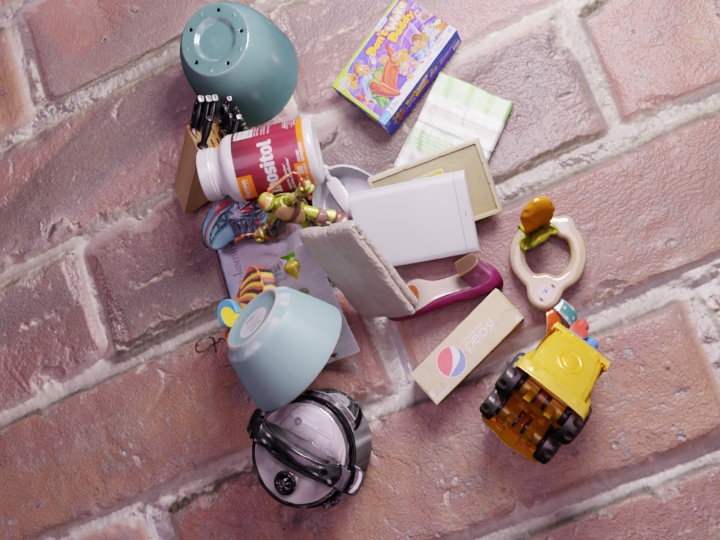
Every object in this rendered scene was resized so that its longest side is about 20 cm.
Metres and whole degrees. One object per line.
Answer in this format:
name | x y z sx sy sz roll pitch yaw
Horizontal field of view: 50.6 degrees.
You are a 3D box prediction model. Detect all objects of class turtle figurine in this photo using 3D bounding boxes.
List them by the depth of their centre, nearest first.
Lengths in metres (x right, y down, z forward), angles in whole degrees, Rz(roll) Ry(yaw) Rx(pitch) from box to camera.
turtle figurine | -0.112 -0.091 1.258 0.200 0.159 0.065 -43 38 38

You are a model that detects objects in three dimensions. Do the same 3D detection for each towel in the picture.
towel | 0.000 0.000 1.227 0.131 0.201 0.035 -6 41 46
towel | 0.158 -0.223 1.309 0.147 0.031 0.203 26 88 12

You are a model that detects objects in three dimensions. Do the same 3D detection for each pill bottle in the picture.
pill bottle | -0.165 -0.178 1.264 0.196 0.113 0.115 -13 81 5

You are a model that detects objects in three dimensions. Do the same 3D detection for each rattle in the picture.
rattle | 0.303 0.003 1.193 0.127 0.143 0.205 3 78 -5

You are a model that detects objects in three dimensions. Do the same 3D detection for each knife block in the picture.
knife block | -0.278 -0.209 1.325 0.198 0.176 0.065 -34 61 7

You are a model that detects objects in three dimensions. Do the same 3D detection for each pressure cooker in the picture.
pressure cooker | -0.077 0.285 1.214 0.173 0.200 0.182 -18 80 12

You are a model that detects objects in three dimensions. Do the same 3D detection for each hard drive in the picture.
hard drive | 0.088 -0.080 1.263 0.196 0.027 0.135 -10 104 16

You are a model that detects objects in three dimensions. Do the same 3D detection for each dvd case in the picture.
dvd case | -0.158 -0.025 1.362 0.197 0.018 0.145 -20 80 11

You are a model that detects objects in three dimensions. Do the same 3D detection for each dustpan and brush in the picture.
dustpan and brush | -0.046 -0.149 1.327 0.139 0.057 0.201 -38 77 7

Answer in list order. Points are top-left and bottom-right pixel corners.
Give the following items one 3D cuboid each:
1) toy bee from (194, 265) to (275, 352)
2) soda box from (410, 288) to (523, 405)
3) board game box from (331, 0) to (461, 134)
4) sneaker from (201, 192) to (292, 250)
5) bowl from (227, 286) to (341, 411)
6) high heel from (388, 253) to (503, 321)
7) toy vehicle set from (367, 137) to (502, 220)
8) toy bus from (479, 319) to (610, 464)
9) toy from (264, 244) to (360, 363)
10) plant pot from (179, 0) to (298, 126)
toy bee | -0.192 0.098 1.311 0.109 0.130 0.202 47 134 26
soda box | 0.175 0.125 1.244 0.200 0.064 0.068 -46 76 5
board game box | 0.062 -0.359 1.325 0.134 0.045 0.201 39 93 23
sneaker | -0.186 -0.094 1.321 0.199 0.080 0.096 -37 54 -2
bowl | -0.133 0.105 1.194 0.201 0.201 0.105 -45 115 5
high heel | 0.141 0.048 1.274 0.198 0.096 0.068 -28 46 30
toy vehicle set | 0.123 -0.127 1.269 0.196 0.027 0.126 -18 102 17
toy bus | 0.293 0.172 1.176 0.135 0.201 0.192 36 57 13
toy | -0.077 0.057 1.308 0.114 0.047 0.203 -23 96 34
plant pot | -0.225 -0.376 1.344 0.196 0.161 0.205 -1 83 12
